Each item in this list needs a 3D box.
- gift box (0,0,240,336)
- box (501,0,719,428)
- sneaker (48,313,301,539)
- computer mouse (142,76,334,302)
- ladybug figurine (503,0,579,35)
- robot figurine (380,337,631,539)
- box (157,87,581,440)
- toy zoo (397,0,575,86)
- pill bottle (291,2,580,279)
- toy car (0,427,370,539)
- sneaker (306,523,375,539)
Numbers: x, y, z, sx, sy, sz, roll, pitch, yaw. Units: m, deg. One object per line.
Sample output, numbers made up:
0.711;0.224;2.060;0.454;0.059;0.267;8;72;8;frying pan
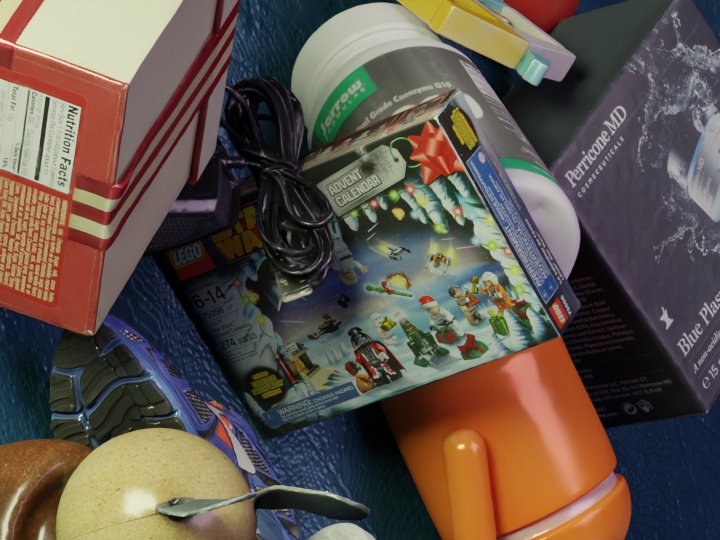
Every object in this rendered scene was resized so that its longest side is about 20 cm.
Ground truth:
-0.166;-0.114;1.412;0.199;0.185;0.187;24;43;5;gift box
0.173;-0.037;1.915;0.200;0.117;0.197;54;51;-21;box
-0.095;0.093;1.548;0.200;0.075;0.079;57;25;-32;sneaker
-0.119;-0.039;1.532;0.199;0.053;0.139;1;50;-20;computer mouse
0.095;-0.238;1.991;0.136;0.072;0.201;-25;94;-58;ladybug figurine
0.085;0.107;1.749;0.201;0.116;0.144;65;-9;-7;robot figurine
0.000;0.000;1.604;0.137;0.200;0.040;59;34;-14;box
0.047;-0.170;1.819;0.131;0.021;0.200;16;20;-51;toy zoo
0.037;-0.061;1.711;0.113;0.113;0.200;36;15;-41;pill bottle
-0.097;0.138;1.386;0.164;0.200;0.158;6;67;-54;toy car
-0.002;0.243;1.597;0.114;0.072;0.201;33;57;-48;sneaker
